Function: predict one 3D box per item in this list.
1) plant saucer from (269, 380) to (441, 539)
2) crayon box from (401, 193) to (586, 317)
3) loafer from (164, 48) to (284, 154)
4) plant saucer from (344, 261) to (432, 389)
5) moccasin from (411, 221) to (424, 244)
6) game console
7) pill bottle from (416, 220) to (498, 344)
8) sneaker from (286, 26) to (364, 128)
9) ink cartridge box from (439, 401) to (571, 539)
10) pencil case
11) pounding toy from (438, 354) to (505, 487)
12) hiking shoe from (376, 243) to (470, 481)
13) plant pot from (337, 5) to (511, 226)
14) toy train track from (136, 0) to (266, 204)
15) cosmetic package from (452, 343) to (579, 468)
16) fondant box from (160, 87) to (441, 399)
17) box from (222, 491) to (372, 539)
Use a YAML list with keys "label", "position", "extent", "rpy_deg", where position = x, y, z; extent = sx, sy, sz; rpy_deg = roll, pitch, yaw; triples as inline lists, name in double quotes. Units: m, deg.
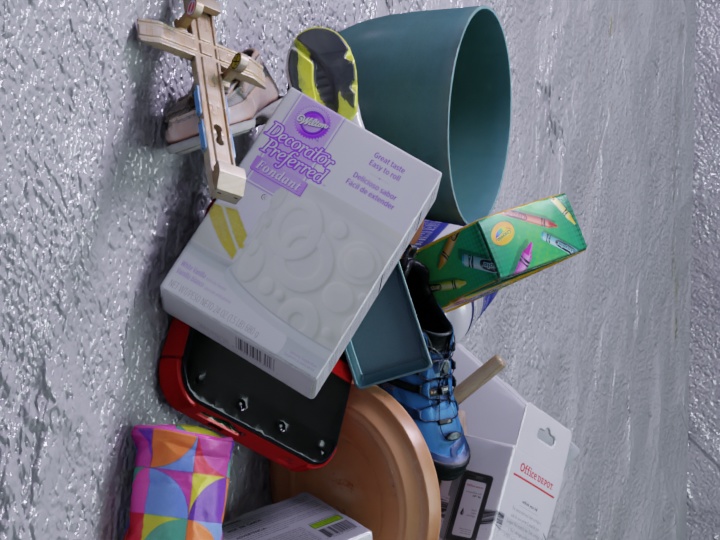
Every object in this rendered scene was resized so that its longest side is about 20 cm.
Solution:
- label: "plant saucer"
  position: [-0.012, 0.195, 1.647]
  extent: [0.032, 0.199, 0.203]
  rpy_deg: [-10, 105, -44]
- label: "crayon box"
  position: [0.095, -0.003, 1.714]
  extent: [0.118, 0.199, 0.059]
  rpy_deg: [-18, 84, -40]
- label: "loafer"
  position: [-0.113, -0.136, 1.489]
  extent: [0.200, 0.071, 0.064]
  rpy_deg: [-38, 112, -72]
- label: "plant saucer"
  position: [0.000, 0.000, 1.580]
  extent: [0.019, 0.069, 0.202]
  rpy_deg: [-90, 162, -69]
- label: "moccasin"
  position: [0.011, -0.044, 1.833]
  extent: [0.202, 0.073, 0.078]
  rpy_deg: [-50, 149, -43]
- label: "game console"
  position: [-0.076, 0.058, 1.560]
  extent: [0.199, 0.031, 0.179]
  rpy_deg: [33, 60, -41]
- label: "pill bottle"
  position: [0.066, 0.023, 1.918]
  extent: [0.200, 0.118, 0.121]
  rpy_deg: [-44, 135, -60]
- label: "sneaker"
  position: [-0.023, -0.109, 1.603]
  extent: [0.085, 0.074, 0.202]
  rpy_deg: [-116, -159, -78]
- label: "ink cartridge box"
  position: [0.120, 0.223, 1.705]
  extent: [0.116, 0.067, 0.202]
  rpy_deg: [36, 68, -56]
- label: "pencil case"
  position: [-0.149, 0.218, 1.433]
  extent: [0.088, 0.087, 0.202]
  rpy_deg: [29, 69, -68]
- label: "pounding toy"
  position: [0.033, 0.188, 1.768]
  extent: [0.142, 0.182, 0.202]
  rpy_deg: [-39, 130, -63]
- label: "hiking shoe"
  position: [0.050, 0.086, 1.643]
  extent: [0.074, 0.087, 0.202]
  rpy_deg: [-16, 78, -38]
- label: "plant pot"
  position: [0.038, -0.146, 1.742]
  extent: [0.200, 0.159, 0.203]
  rpy_deg: [5, 90, -69]
- label: "toy train track"
  position: [-0.105, -0.138, 1.396]
  extent: [0.114, 0.033, 0.202]
  rpy_deg: [18, 46, -33]
- label: "cosmetic package"
  position: [0.102, 0.206, 1.929]
  extent: [0.200, 0.123, 0.200]
  rpy_deg: [-50, 154, 1]
- label: "fondant box"
  position: [-0.046, -0.023, 1.479]
  extent: [0.201, 0.143, 0.058]
  rpy_deg: [-58, 172, -19]
- label: "box"
  position: [-0.058, 0.312, 1.609]
  extent: [0.112, 0.101, 0.202]
  rpy_deg: [-16, 113, -33]
